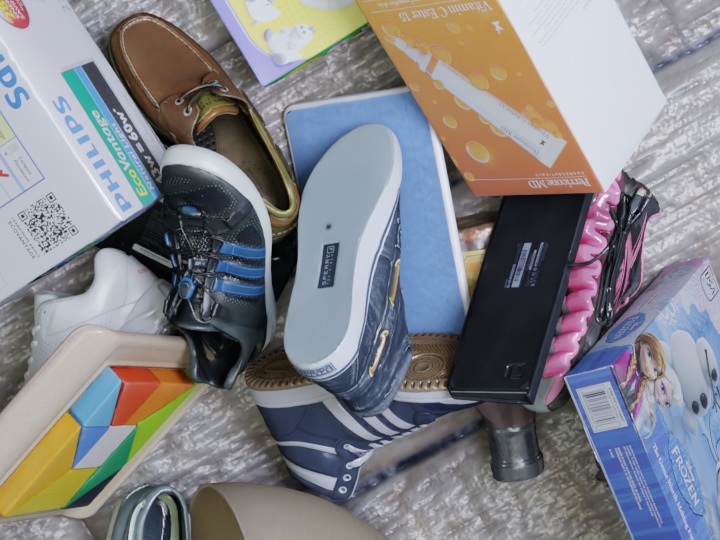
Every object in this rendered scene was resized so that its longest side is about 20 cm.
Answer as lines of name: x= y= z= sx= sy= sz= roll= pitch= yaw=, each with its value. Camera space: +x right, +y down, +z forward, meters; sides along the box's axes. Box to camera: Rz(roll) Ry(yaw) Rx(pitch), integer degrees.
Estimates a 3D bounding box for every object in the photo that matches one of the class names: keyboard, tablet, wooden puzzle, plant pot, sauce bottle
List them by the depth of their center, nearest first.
keyboard: x=0.135 y=-0.001 z=1.038 sx=0.021 sy=0.127 sz=0.201 roll=38 pitch=61 yaw=-40
wooden puzzle: x=-0.195 y=0.120 z=1.093 sx=0.185 sy=0.200 sz=0.037 roll=-48 pitch=69 yaw=9
tablet: x=0.015 y=-0.031 z=1.119 sx=0.130 sy=0.014 sz=0.201 roll=-5 pitch=102 yaw=33
plant pot: x=-0.041 y=0.251 z=1.125 sx=0.134 sy=0.200 sz=0.202 roll=-4 pitch=102 yaw=-22
sauce bottle: x=0.104 y=0.059 z=1.137 sx=0.066 sy=0.066 sz=0.201 roll=-12 pitch=102 yaw=3

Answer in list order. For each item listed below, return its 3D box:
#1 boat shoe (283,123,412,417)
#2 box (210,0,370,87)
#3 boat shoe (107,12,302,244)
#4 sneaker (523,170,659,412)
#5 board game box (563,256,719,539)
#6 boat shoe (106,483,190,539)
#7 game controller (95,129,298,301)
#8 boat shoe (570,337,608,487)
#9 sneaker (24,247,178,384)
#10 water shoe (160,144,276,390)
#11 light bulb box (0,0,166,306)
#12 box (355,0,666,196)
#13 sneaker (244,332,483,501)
boat shoe: x=0.000 y=0.000 z=1.064 sx=0.070 sy=0.091 sz=0.201 roll=-3 pitch=58 yaw=29
box: x=-0.015 y=-0.233 z=1.092 sx=0.199 sy=0.048 sz=0.118 roll=-32 pitch=99 yaw=5
boat shoe: x=-0.106 y=-0.112 z=1.087 sx=0.072 sy=0.068 sz=0.200 roll=-40 pitch=88 yaw=-16
sneaker: x=0.169 y=0.014 z=1.099 sx=0.095 sy=0.079 sz=0.201 roll=28 pitch=75 yaw=-37
board game box: x=0.237 y=0.119 z=1.084 sx=0.043 sy=0.199 sz=0.201 roll=-17 pitch=102 yaw=36
boat shoe: x=-0.164 y=0.256 z=1.129 sx=0.072 sy=0.062 sz=0.201 roll=17 pitch=64 yaw=-25
game controller: x=-0.140 y=-0.043 z=1.139 sx=0.199 sy=0.042 sz=0.105 roll=27 pitch=114 yaw=-4
boat shoe: x=0.216 y=0.134 z=1.155 sx=0.073 sy=0.075 sz=0.201 roll=-20 pitch=106 yaw=30
sneaker: x=-0.220 y=0.065 z=1.146 sx=0.099 sy=0.078 sz=0.200 roll=43 pitch=98 yaw=9
water shoe: x=-0.102 y=0.004 z=1.056 sx=0.071 sy=0.079 sz=0.201 roll=8 pitch=138 yaw=21
light bulb box: x=-0.267 y=-0.083 z=1.058 sx=0.199 sy=0.125 sz=0.199 roll=-30 pitch=97 yaw=21
box: x=0.098 y=-0.156 z=1.022 sx=0.098 sy=0.124 sz=0.200 roll=-52 pitch=123 yaw=-29
sneaker: x=0.019 y=0.111 z=1.118 sx=0.199 sy=0.070 sz=0.109 roll=-4 pitch=118 yaw=25
